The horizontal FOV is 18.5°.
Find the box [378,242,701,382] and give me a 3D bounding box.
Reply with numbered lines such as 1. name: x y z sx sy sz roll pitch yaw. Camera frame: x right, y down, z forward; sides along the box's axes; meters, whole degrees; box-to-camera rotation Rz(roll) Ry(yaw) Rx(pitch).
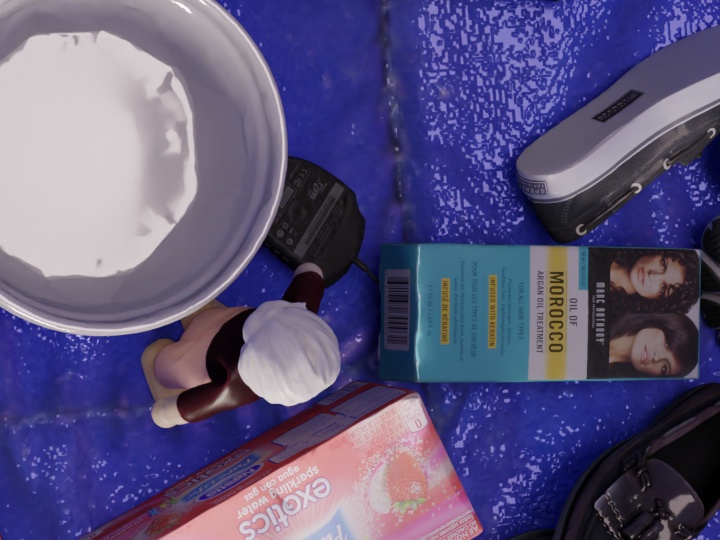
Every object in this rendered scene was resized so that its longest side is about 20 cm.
1. box: 0.109 0.026 1.316 0.199 0.049 0.083 0 90 -27

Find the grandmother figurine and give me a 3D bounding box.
1. grandmother figurine: -0.059 0.043 1.190 0.061 0.200 0.121 37 79 -16

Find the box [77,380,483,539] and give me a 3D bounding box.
1. box: -0.047 0.151 1.248 0.200 0.103 0.095 -29 100 -18

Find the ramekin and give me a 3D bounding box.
1. ramekin: -0.150 -0.065 1.208 0.199 0.105 0.201 0 90 -20

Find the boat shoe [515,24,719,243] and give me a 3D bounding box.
1. boat shoe: 0.182 -0.088 1.352 0.200 0.069 0.057 -32 120 -15

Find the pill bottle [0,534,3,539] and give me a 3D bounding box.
1. pill bottle: -0.235 0.182 1.176 0.112 0.112 0.201 -24 98 -18

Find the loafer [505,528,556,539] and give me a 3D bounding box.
1. loafer: 0.073 0.200 1.313 0.200 0.063 0.072 -10 84 -38

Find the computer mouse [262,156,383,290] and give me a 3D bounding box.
1. computer mouse: 0.000 0.000 1.305 0.200 0.034 0.059 41 71 -22

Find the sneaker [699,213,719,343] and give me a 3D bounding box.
1. sneaker: 0.282 0.037 1.390 0.083 0.081 0.200 -46 112 -30

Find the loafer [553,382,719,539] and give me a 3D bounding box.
1. loafer: 0.186 0.124 1.315 0.200 0.063 0.072 -41 98 -39
